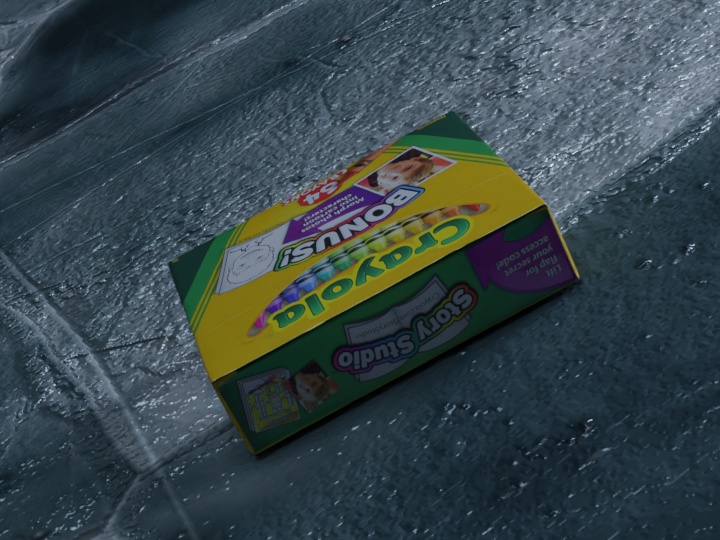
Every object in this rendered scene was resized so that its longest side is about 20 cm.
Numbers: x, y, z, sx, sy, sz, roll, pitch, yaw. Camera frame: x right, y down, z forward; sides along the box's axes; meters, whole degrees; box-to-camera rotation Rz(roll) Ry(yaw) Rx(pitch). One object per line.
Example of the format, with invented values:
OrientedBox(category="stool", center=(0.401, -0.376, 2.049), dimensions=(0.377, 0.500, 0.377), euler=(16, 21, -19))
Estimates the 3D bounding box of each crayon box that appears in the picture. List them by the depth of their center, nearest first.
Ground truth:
OrientedBox(category="crayon box", center=(0.000, 0.000, 0.980), dimensions=(0.199, 0.058, 0.173), euler=(-29, 24, -2))
